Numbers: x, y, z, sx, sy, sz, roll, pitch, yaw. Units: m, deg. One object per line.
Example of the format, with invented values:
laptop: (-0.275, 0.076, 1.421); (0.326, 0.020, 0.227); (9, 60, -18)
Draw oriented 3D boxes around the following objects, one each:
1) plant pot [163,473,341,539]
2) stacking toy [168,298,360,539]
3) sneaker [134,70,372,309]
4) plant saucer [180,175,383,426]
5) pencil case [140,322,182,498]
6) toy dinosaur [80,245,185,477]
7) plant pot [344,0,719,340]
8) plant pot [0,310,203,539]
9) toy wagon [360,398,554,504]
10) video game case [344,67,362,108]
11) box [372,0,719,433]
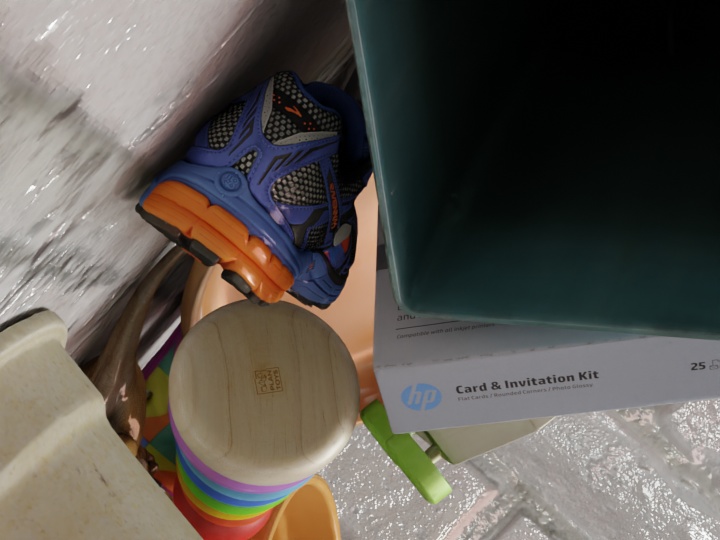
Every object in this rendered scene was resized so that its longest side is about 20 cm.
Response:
plant pot: (-0.103, 0.214, 0.978); (0.200, 0.139, 0.201); (5, 90, -75)
stacking toy: (-0.059, 0.086, 0.795); (0.085, 0.085, 0.200); (-47, 174, -24)
sneaker: (-0.023, -0.034, 0.642); (0.079, 0.075, 0.200); (-52, 179, 5)
plant saucer: (0.000, 0.000, 0.836); (0.199, 0.038, 0.201); (-16, 136, -16)
pencil case: (-0.066, 0.041, 0.918); (0.200, 0.088, 0.088); (-49, 178, -6)
toy dinosaur: (-0.119, 0.057, 0.764); (0.200, 0.060, 0.106); (109, 8, -49)
plant pot: (0.096, -0.095, 0.568); (0.200, 0.141, 0.142); (-64, 151, -50)
plant pot: (-0.113, 0.150, 0.587); (0.201, 0.183, 0.200); (-48, 177, -3)
toy wagon: (0.068, 0.027, 0.716); (0.155, 0.040, 0.200); (-38, -170, -5)
video game case: (0.085, -0.065, 0.845); (0.143, 0.199, 0.018); (126, -29, -70)
box: (0.085, -0.033, 0.633); (0.201, 0.155, 0.041); (-86, 166, -45)
